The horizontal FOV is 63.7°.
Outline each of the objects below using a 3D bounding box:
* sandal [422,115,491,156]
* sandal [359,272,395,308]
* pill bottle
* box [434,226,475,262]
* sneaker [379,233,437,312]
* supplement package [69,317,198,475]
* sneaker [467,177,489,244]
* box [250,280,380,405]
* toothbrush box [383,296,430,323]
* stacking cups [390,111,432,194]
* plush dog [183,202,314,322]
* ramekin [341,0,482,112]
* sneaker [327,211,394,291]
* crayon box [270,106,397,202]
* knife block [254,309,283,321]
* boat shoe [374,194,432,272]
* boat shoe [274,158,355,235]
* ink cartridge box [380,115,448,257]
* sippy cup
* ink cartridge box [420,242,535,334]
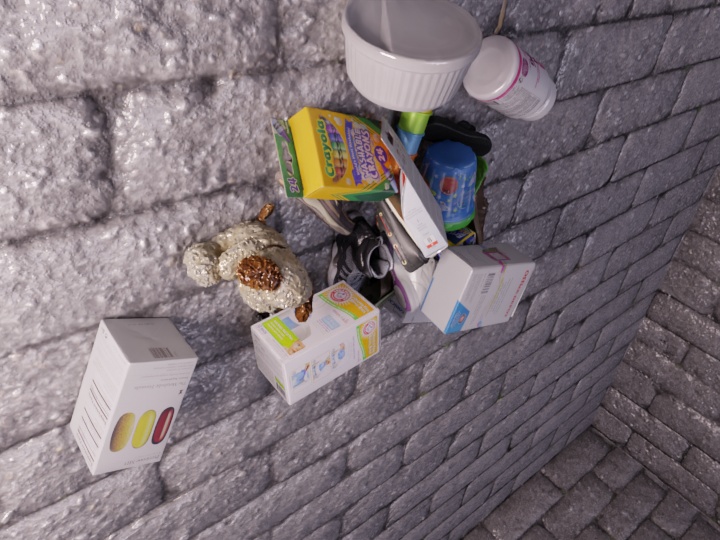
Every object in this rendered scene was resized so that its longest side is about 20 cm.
[{"bbox_3d":[0.186,-0.265,1.112,0.199,0.075,0.049,12,66,-44],"label":"sandal"},{"bbox_3d":[0.042,0.022,1.190,0.201,0.080,0.057,-47,130,-6],"label":"sandal"},{"bbox_3d":[0.289,-0.357,1.103,0.199,0.113,0.114,5,117,-50],"label":"pill bottle"},{"bbox_3d":[0.195,-0.005,1.190,0.064,0.070,0.201,-34,138,-20],"label":"box"},{"bbox_3d":[0.097,-0.025,1.146,0.099,0.075,0.203,-18,94,-17],"label":"sneaker"},{"bbox_3d":[-0.345,0.186,0.876,0.113,0.109,0.202,3,118,-47],"label":"supplement package"},{"bbox_3d":[0.264,-0.125,1.307,0.075,0.070,0.201,-38,142,-19],"label":"sneaker"},{"bbox_3d":[-0.073,0.119,1.004,0.199,0.112,0.102,-26,134,-28],"label":"box"},{"bbox_3d":[0.152,0.010,1.284,0.145,0.086,0.202,2,117,-45],"label":"toothbrush box"},{"bbox_3d":[0.088,-0.233,1.036,0.060,0.060,0.202,-15,132,-39],"label":"stacking cups"},{"bbox_3d":[-0.139,-0.003,0.886,0.161,0.171,0.200,-53,143,2],"label":"plush dog"},{"bbox_3d":[0.067,-0.316,0.839,0.201,0.203,0.095,-28,151,-28],"label":"ramekin"},{"bbox_3d":[0.000,0.000,1.089,0.075,0.114,0.202,-21,134,-34],"label":"sneaker"},{"bbox_3d":[-0.035,-0.176,0.897,0.198,0.051,0.127,-5,79,-45],"label":"crayon box"},{"bbox_3d":[-0.106,0.085,1.087,0.198,0.064,0.177,-8,126,-43],"label":"knife block"},{"bbox_3d":[0.054,-0.090,1.018,0.063,0.203,0.073,-38,165,22],"label":"boat shoe"},{"bbox_3d":[-0.056,-0.124,0.958,0.074,0.074,0.200,-51,145,0],"label":"boat shoe"},{"bbox_3d":[0.071,-0.138,0.940,0.050,0.163,0.201,-31,111,17],"label":"ink cartridge box"},{"bbox_3d":[0.161,-0.167,1.095,0.131,0.138,0.179,97,14,-44],"label":"sippy cup"},{"bbox_3d":[0.230,0.031,1.130,0.198,0.085,0.146,-4,124,-38],"label":"ink cartridge box"}]
